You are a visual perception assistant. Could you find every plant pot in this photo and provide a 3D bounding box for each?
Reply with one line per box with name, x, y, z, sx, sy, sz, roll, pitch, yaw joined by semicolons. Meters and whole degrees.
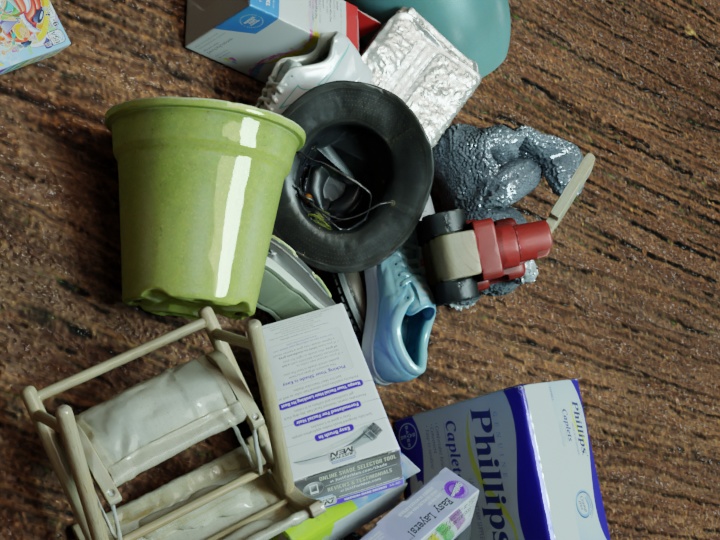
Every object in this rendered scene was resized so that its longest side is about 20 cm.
plant pot;-0.159;-0.052;1.483;0.199;0.200;0.186;13;76;-42
plant pot;0.090;-0.306;1.833;0.201;0.199;0.162;-47;119;-45

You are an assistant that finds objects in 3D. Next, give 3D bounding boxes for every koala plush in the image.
koala plush;0.155;-0.059;1.818;0.183;0.177;0.202;18;67;-37

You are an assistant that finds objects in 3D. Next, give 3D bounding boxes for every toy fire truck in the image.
toy fire truck;0.163;-0.042;1.660;0.198;0.176;0.130;-11;87;-4

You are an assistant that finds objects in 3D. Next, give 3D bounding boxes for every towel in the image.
towel;0.040;-0.189;1.713;0.132;0.034;0.201;38;76;-14

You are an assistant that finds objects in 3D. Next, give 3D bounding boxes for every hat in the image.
hat;-0.015;-0.102;1.620;0.202;0.200;0.081;62;5;-7

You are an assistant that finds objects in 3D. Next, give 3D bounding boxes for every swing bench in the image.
swing bench;-0.167;0.166;1.358;0.198;0.130;0.201;-24;105;-23

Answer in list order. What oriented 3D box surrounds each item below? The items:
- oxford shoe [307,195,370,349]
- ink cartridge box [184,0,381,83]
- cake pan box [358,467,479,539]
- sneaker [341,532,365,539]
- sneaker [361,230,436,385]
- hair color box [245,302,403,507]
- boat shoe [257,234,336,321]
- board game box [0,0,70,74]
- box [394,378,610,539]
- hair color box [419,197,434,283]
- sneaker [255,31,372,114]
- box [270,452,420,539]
oxford shoe;0.000;0.000;1.676;0.084;0.073;0.202;-15;87;-15
ink cartridge box;-0.082;-0.262;1.683;0.199;0.116;0.068;19;60;-39
cake pan box;0.036;0.317;1.529;0.052;0.185;0.200;32;41;25
sneaker;-0.030;0.289;1.545;0.080;0.075;0.200;56;29;13
sneaker;0.053;0.022;1.633;0.074;0.082;0.202;9;79;-47
hair color box;-0.038;0.135;1.512;0.065;0.108;0.201;81;-10;-46
boat shoe;-0.061;0.035;1.615;0.201;0.071;0.061;50;30;-35
board game box;-0.377;-0.283;1.446;0.134;0.034;0.201;-33;99;-47
box;0.152;0.230;1.664;0.104;0.199;0.185;2;73;-45
hair color box;0.036;-0.058;1.765;0.101;0.061;0.202;-4;76;-46
sneaker;-0.082;-0.182;1.630;0.200;0.070;0.080;-41;134;-10
box;-0.046;0.214;1.538;0.122;0.048;0.199;41;36;23
